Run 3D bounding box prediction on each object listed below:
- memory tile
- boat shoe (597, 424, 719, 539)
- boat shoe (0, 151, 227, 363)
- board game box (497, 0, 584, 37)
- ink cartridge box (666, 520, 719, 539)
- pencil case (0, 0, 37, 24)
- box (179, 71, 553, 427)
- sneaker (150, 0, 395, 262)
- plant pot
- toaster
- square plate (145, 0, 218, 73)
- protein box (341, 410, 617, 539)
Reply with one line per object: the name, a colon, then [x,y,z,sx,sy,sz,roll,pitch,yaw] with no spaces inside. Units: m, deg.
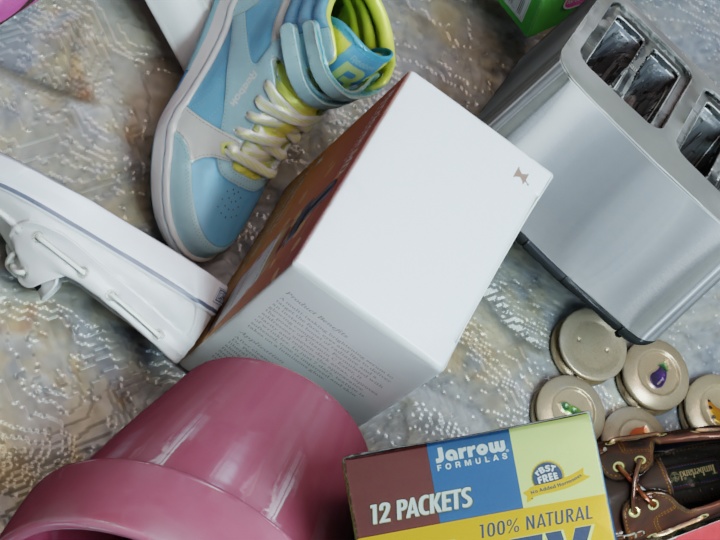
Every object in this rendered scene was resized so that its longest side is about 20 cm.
memory tile: [0.199,0.124,1.680,0.200,0.017,0.153,27,63,-12]
boat shoe: [0.177,0.133,1.619,0.200,0.070,0.070,-14,79,-25]
boat shoe: [-0.179,-0.014,1.533,0.200,0.074,0.065,30,86,2]
board game box: [0.151,-0.255,1.756,0.200,0.040,0.153,-25,66,-29]
ink cartridge box: [0.221,0.250,1.573,0.200,0.084,0.176,-19,92,-19]
pencil case: [-0.230,-0.199,1.570,0.200,0.091,0.094,-36,80,-32]
box: [0.000,0.000,1.532,0.106,0.200,0.152,36,61,-8]
sneaker: [-0.049,-0.097,1.564,0.080,0.131,0.200,23,81,-43]
plant pot: [-0.085,0.153,1.458,0.200,0.200,0.179,38,47,-7]
toaster: [0.163,-0.067,1.636,0.181,0.119,0.200,43,33,-3]
square plate: [-0.075,-0.242,1.629,0.200,0.028,0.198,-48,125,-29]
protein box: [0.081,0.200,1.413,0.135,0.200,0.199,-11,75,4]
